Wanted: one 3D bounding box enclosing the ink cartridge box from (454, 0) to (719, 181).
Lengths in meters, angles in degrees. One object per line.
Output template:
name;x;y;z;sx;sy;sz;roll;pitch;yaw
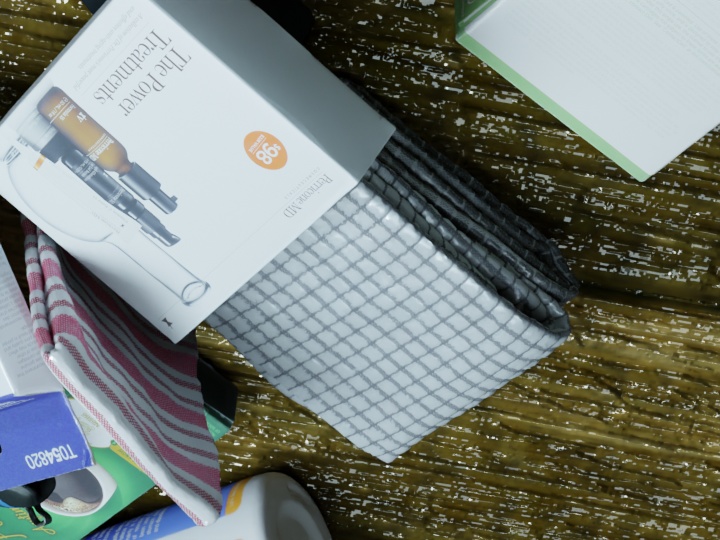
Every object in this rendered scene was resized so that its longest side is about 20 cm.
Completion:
ink cartridge box;0.167;-0.148;1.428;0.145;0.048;0.200;36;124;-25

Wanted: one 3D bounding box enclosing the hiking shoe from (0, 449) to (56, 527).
hiking shoe;-0.212;0.045;1.576;0.087;0.074;0.200;10;118;21

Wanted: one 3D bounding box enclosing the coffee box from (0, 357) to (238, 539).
coffee box;-0.186;0.100;1.667;0.123;0.044;0.200;38;123;-24

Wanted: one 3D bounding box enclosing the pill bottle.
pill bottle;-0.121;0.206;1.713;0.200;0.112;0.112;-20;127;21

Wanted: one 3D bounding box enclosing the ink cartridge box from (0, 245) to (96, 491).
ink cartridge box;-0.256;0.041;1.520;0.199;0.041;0.200;-19;98;44

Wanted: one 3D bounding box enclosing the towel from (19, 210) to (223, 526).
towel;-0.130;0.035;1.507;0.030;0.200;0.146;-34;123;12

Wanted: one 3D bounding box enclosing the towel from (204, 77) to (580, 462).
towel;0.000;0.000;1.544;0.200;0.086;0.166;38;131;-21

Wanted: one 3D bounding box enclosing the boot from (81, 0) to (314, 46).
boot;-0.076;-0.179;1.393;0.200;0.076;0.168;-28;121;33

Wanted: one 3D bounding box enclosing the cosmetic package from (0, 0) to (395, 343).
cosmetic package;-0.096;-0.063;1.413;0.151;0.052;0.200;39;140;-9
